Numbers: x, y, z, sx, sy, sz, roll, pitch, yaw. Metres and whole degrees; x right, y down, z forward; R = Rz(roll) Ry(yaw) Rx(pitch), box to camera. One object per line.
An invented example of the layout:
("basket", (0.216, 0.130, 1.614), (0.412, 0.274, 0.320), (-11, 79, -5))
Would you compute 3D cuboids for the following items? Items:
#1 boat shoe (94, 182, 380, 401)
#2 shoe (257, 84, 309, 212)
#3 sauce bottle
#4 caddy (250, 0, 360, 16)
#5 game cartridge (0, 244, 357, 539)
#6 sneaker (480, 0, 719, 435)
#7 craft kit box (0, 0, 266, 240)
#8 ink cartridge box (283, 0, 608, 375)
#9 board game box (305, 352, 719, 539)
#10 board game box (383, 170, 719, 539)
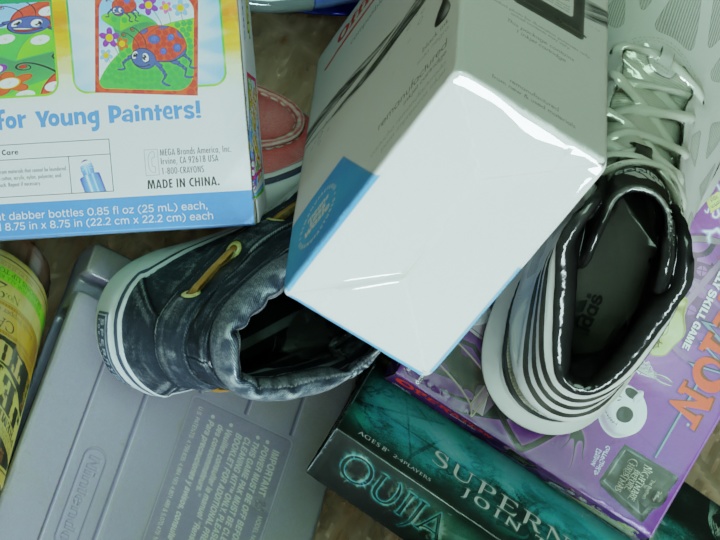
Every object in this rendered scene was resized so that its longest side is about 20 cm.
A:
("boat shoe", (0.000, 0.000, 1.145), (0.200, 0.091, 0.071), (-29, 113, -33))
("shoe", (-0.108, -0.079, 1.170), (0.199, 0.091, 0.072), (7, 40, -4))
("sauce bottle", (-0.161, 0.065, 1.108), (0.064, 0.065, 0.201), (12, 45, -6))
("caddy", (-0.041, -0.153, 1.180), (0.199, 0.141, 0.106), (6, 74, -6))
("game cartridge", (-0.085, 0.106, 1.150), (0.129, 0.038, 0.201), (28, 65, -21))
("sneaker", (0.108, -0.039, 1.070), (0.075, 0.115, 0.202), (20, 79, -8))
("craft kit box", (-0.141, -0.111, 1.096), (0.199, 0.049, 0.199), (-3, 105, 5))
("ink cartridge box", (0.034, -0.071, 1.096), (0.066, 0.116, 0.200), (29, 32, -15))
("board game box", (0.082, 0.098, 1.155), (0.199, 0.135, 0.028), (35, 115, -1))
("board game box", (0.110, -0.012, 1.141), (0.120, 0.032, 0.201), (33, 79, -10))
